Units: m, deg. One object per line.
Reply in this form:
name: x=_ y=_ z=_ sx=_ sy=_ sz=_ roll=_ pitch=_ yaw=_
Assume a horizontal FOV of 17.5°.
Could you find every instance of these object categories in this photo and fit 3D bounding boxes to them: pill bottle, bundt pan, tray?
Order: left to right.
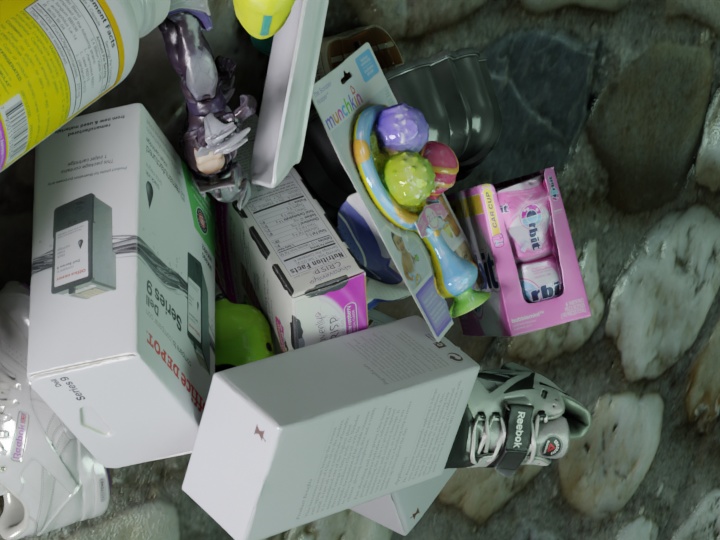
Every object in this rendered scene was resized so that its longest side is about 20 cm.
pill bottle: x=-0.212 y=-0.140 z=1.485 sx=0.200 sy=0.104 sz=0.105 roll=-42 pitch=141 yaw=-37
tray: x=-0.043 y=-0.156 z=1.608 sx=0.107 sy=0.022 sz=0.202 roll=-161 pitch=-99 yaw=-77
bundt pan: x=0.022 y=-0.091 z=1.802 sx=0.201 sy=0.076 sz=0.202 roll=-25 pitch=172 yaw=-4

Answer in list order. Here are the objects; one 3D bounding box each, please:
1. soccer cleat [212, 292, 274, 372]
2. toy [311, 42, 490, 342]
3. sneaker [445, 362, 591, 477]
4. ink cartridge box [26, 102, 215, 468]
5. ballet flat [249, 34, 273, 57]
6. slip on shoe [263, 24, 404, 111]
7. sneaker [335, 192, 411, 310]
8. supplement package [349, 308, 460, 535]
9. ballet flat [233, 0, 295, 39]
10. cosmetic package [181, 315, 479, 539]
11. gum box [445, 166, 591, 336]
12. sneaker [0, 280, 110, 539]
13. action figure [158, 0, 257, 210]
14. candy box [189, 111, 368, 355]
soccer cleat: x=-0.144 y=0.093 z=1.685 sx=0.199 sy=0.082 sz=0.067 roll=-32 pitch=152 yaw=26
toy: x=0.043 y=-0.062 z=1.659 sx=0.201 sy=0.047 sz=0.115 roll=66 pitch=28 yaw=-12
sneaker: x=0.113 y=0.117 z=1.789 sx=0.199 sy=0.088 sz=0.075 roll=-16 pitch=122 yaw=-56
ink cartridge box: x=-0.160 y=0.013 z=1.592 sx=0.146 sy=0.083 sz=0.201 roll=57 pitch=26 yaw=-55
ballet flat: x=-0.043 y=-0.255 z=1.724 sx=0.067 sy=0.068 sz=0.201 roll=-35 pitch=146 yaw=-52
slip on shoe: x=-0.014 y=-0.148 z=1.841 sx=0.200 sy=0.060 sz=0.077 roll=-24 pitch=96 yaw=-69
sneaker: x=0.000 y=0.000 z=1.757 sx=0.115 sy=0.081 sz=0.199 roll=-25 pitch=170 yaw=10
supplement package: x=-0.021 y=0.100 z=1.846 sx=0.117 sy=0.199 sz=0.117 roll=-50 pitch=146 yaw=-26
ballet flat: x=-0.074 y=-0.238 z=1.610 sx=0.067 sy=0.066 sz=0.201 roll=96 pitch=-11 yaw=-48
cosmetic package: x=-0.019 y=0.107 z=1.609 sx=0.199 sy=0.071 sz=0.102 roll=-14 pitch=132 yaw=-45
gum box: x=0.114 y=-0.012 z=1.793 sx=0.066 sy=0.200 sz=0.114 roll=-14 pitch=91 yaw=-9
sneaker: x=-0.235 y=0.105 z=1.638 sx=0.099 sy=0.075 sz=0.201 roll=-23 pitch=121 yaw=-24
action figure: x=-0.109 y=-0.131 z=1.607 sx=0.069 sy=0.130 sz=0.201 roll=-22 pitch=114 yaw=-11
candy box: x=-0.060 y=-0.005 z=1.706 sx=0.061 sy=0.200 sz=0.137 roll=-19 pitch=138 yaw=-16
